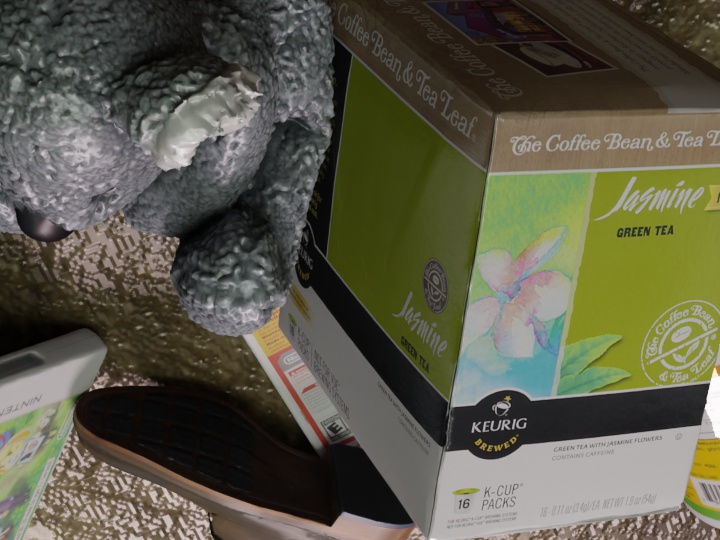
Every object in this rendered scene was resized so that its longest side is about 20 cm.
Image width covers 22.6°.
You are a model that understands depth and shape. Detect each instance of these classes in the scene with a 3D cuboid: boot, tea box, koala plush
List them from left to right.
[{"bbox_3d":[-0.103,-0.079,0.736,0.177,0.200,0.185,24,96,12],"label":"koala plush"},{"bbox_3d":[-0.072,0.131,0.976,0.199,0.075,0.097,20,125,-15],"label":"boot"},{"bbox_3d":[0.061,-0.019,0.814,0.133,0.200,0.198,-4,118,-22],"label":"tea box"}]

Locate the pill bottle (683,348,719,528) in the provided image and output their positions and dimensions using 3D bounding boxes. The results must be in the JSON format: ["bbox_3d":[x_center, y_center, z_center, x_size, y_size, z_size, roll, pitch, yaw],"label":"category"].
[{"bbox_3d":[0.190,0.036,0.954,0.111,0.111,0.200,-26,124,5],"label":"pill bottle"}]

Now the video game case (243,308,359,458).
[{"bbox_3d":[0.000,0.000,0.945,0.142,0.017,0.200,-26,124,5],"label":"video game case"}]

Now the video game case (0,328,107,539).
[{"bbox_3d":[-0.223,0.131,0.908,0.182,0.022,0.201,-20,143,-56],"label":"video game case"}]
